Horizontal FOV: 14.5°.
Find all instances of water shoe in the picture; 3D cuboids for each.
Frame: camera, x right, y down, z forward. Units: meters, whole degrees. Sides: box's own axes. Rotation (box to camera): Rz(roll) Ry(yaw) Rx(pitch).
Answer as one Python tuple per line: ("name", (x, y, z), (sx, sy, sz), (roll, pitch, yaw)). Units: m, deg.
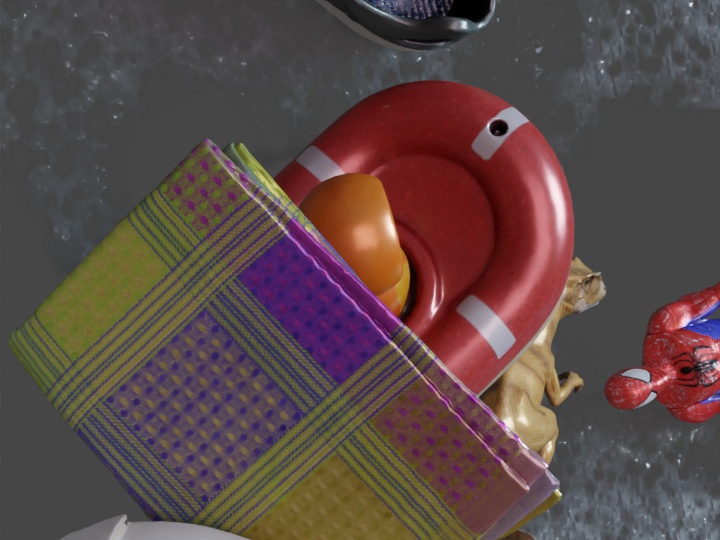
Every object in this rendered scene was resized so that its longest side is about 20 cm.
("water shoe", (-0.029, -0.159, 1.204), (0.200, 0.079, 0.072), (25, 82, -21))

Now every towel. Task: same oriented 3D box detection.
("towel", (-0.033, 0.059, 1.133), (0.200, 0.023, 0.144), (46, 113, -3))

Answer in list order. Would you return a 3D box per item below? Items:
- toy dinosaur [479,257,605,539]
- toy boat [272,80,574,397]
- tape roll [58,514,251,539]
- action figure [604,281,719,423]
("toy dinosaur", (0.060, 0.074, 1.229), (0.060, 0.106, 0.200), (14, 44, 5))
("toy boat", (0.000, 0.000, 1.179), (0.131, 0.131, 0.200), (42, 74, 15))
("tape roll", (-0.076, 0.197, 1.158), (0.203, 0.037, 0.203), (5, 114, 11))
("action figure", (0.201, 0.025, 1.321), (0.200, 0.052, 0.065), (-20, 103, -18))
